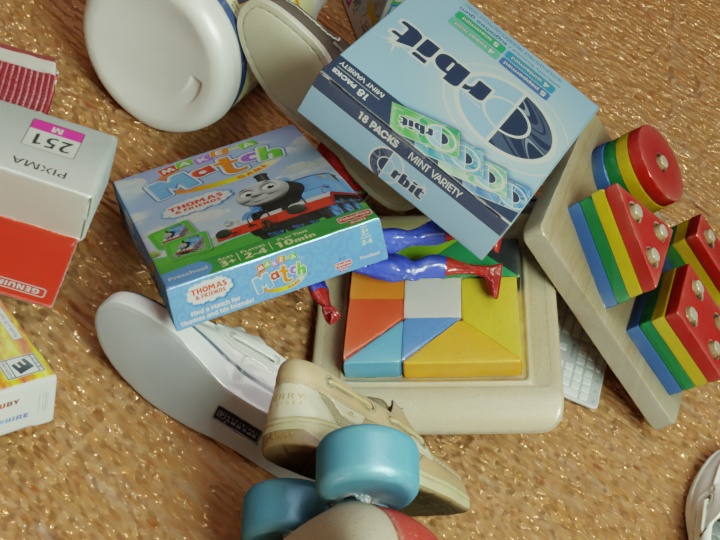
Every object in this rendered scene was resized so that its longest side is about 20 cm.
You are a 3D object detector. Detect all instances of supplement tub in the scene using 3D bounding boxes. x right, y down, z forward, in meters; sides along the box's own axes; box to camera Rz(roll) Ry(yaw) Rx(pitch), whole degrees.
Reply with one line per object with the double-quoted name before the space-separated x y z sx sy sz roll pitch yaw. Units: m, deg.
"supplement tub" -0.121 -0.221 1.151 0.144 0.146 0.200 33 44 6

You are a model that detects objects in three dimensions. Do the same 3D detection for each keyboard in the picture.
"keyboard" 0.188 0.036 1.167 0.056 0.011 0.201 26 43 -3

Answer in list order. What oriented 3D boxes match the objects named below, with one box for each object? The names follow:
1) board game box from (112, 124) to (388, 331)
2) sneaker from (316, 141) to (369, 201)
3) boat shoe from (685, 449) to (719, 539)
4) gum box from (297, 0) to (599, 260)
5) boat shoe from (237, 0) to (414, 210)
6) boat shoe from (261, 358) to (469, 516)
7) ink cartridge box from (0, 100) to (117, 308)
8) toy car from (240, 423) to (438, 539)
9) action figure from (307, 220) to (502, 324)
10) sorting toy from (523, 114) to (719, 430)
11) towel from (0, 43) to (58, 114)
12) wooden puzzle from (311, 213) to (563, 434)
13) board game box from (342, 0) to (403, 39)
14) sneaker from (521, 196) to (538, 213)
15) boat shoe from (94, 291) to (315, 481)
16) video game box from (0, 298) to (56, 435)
"board game box" -0.085 -0.037 0.982 0.150 0.037 0.200 -19 28 -12
"sneaker" 0.011 -0.121 1.169 0.076 0.085 0.201 27 44 -3
"boat shoe" 0.280 0.197 1.021 0.070 0.070 0.201 26 43 0
"gum box" 0.071 -0.120 1.026 0.169 0.045 0.200 39 40 2
"boat shoe" -0.012 -0.137 1.069 0.200 0.072 0.060 46 47 -5
"boat shoe" 0.012 0.114 0.903 0.200 0.071 0.065 36 50 -49
"ink cartridge box" -0.280 -0.065 0.943 0.198 0.044 0.174 17 30 -8
"toy car" 0.036 0.220 0.819 0.198 0.177 0.186 19 53 -27
"action figure" 0.000 0.000 1.006 0.197 0.066 0.099 5 34 12
"sorting toy" 0.233 -0.015 1.120 0.200 0.069 0.201 53 36 -17
"towel" -0.314 -0.111 1.043 0.142 0.023 0.201 15 43 -11
"wooden puzzle" 0.057 0.032 1.038 0.182 0.037 0.202 -1 48 5
"board game box" 0.014 -0.322 1.321 0.034 0.135 0.202 1 49 -25
"sneaker" 0.120 -0.045 1.164 0.115 0.075 0.200 33 44 8
"boat shoe" -0.091 0.074 0.956 0.199 0.074 0.066 38 39 -5
"video game box" -0.315 0.041 0.858 0.181 0.047 0.200 -18 48 -35
